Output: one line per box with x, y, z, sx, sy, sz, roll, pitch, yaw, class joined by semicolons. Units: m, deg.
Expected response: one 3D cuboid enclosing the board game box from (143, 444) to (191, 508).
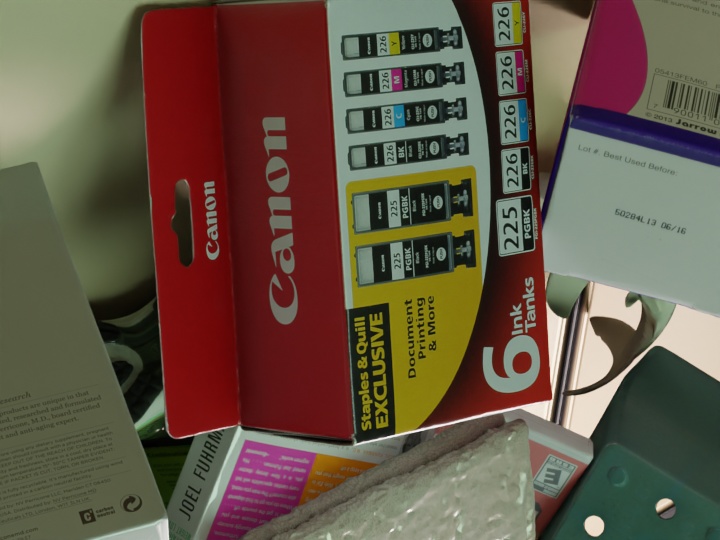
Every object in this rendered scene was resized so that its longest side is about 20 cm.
-0.116;0.140;1.409;0.200;0.102;0.048;2;127;-50;board game box

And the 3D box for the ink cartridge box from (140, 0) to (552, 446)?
-0.005;-0.027;1.262;0.175;0.084;0.201;-10;99;-42;ink cartridge box

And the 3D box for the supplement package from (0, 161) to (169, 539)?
-0.175;0.090;1.153;0.151;0.200;0.151;-14;141;-13;supplement package

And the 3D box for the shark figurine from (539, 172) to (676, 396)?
0.145;-0.017;1.555;0.128;0.090;0.215;-15;145;18;shark figurine

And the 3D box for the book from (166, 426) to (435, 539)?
-0.037;0.117;1.360;0.133;0.048;0.201;15;100;-48;book

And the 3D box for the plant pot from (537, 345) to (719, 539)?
0.173;0.143;1.542;0.142;0.141;0.200;-61;168;9;plant pot

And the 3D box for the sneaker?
-0.123;0.068;1.352;0.199;0.077;0.089;-16;148;-34;sneaker

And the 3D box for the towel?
0.010;0.158;1.373;0.199;0.034;0.133;-23;121;-35;towel

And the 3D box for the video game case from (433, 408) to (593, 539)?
0.018;0.137;1.499;0.142;0.017;0.200;23;125;-10;video game case

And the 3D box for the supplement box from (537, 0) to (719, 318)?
0.154;-0.088;1.353;0.200;0.101;0.104;-72;175;-46;supplement box
